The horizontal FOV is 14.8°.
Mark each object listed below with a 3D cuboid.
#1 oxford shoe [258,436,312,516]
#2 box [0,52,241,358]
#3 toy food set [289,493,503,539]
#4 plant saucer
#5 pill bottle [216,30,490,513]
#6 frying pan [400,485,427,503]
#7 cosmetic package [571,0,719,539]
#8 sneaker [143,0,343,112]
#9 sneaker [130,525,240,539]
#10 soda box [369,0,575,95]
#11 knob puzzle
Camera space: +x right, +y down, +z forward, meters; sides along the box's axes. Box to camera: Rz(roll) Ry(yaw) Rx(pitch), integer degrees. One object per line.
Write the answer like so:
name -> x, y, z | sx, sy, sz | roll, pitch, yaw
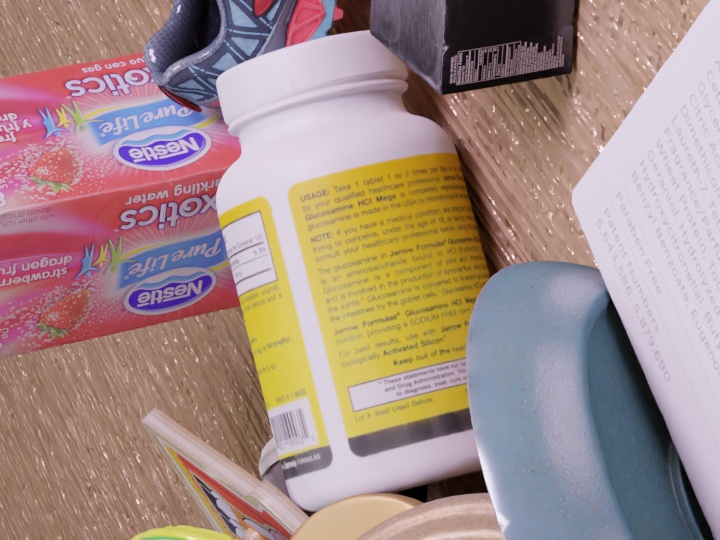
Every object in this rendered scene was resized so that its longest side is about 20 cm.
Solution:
oxford shoe -> -0.015, 0.115, 1.386 | 0.200, 0.075, 0.058 | 114, 142, -64
box -> -0.108, -0.038, 1.358 | 0.095, 0.200, 0.103 | 58, 149, 39
toy food set -> 0.056, 0.191, 1.160 | 0.049, 0.200, 0.198 | -16, -77, -74
plant saucer -> 0.101, 0.081, 0.813 | 0.027, 0.200, 0.200 | -30, 69, 25
pill bottle -> 0.000, 0.000, 1.241 | 0.112, 0.112, 0.200 | -25, 79, 66
frying pan -> 0.024, 0.149, 1.360 | 0.115, 0.031, 0.190 | 8, 108, 62
cosmetic package -> 0.186, -0.012, 0.741 | 0.200, 0.165, 0.165 | 121, 132, -60
sneaker -> -0.052, -0.166, 1.277 | 0.079, 0.095, 0.200 | 33, 117, 56
sneaker -> -0.035, 0.194, 1.225 | 0.200, 0.084, 0.074 | 49, 151, -1
soda box -> 0.048, -0.176, 1.107 | 0.071, 0.063, 0.200 | 46, 141, 51
knob puzzle -> -0.013, 0.167, 1.284 | 0.220, 0.030, 0.220 | 42, 164, 15
